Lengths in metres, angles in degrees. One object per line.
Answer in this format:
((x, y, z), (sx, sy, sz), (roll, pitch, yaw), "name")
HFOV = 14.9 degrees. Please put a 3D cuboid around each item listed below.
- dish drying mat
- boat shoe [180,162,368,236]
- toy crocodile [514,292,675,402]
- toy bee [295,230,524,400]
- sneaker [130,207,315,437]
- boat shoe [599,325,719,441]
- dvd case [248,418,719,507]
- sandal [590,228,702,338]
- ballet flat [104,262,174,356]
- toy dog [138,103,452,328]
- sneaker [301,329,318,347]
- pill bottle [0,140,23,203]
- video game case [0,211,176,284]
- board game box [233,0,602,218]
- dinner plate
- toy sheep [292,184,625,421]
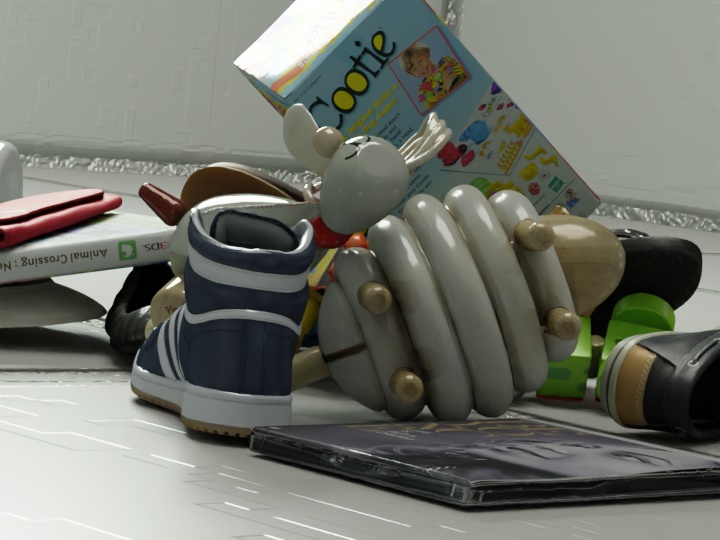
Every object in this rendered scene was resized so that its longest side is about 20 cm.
((-0.215, -0.033, 1.706), (0.077, 0.018, 0.200), (-4, 7, 15), "dish drying mat")
((-0.021, -0.002, 1.715), (0.200, 0.070, 0.070), (37, 23, 7), "boat shoe")
((0.126, 0.052, 1.626), (0.199, 0.062, 0.068), (8, 44, 4), "toy crocodile")
((0.000, 0.000, 1.586), (0.199, 0.131, 0.109), (-2, -27, 30), "toy bee")
((-0.070, 0.020, 1.407), (0.070, 0.109, 0.200), (4, 4, -15), "sneaker")
((0.219, 0.060, 1.546), (0.200, 0.075, 0.062), (-6, 16, -45), "boat shoe")
((0.070, 0.089, 1.306), (0.200, 0.016, 0.148), (2, 5, -43), "dvd case")
((0.142, 0.010, 1.681), (0.075, 0.048, 0.200), (16, -27, -18), "sandal")
((-0.119, 0.023, 1.637), (0.066, 0.057, 0.200), (4, 2, -15), "ballet flat")
((-0.055, -0.038, 1.482), (0.096, 0.200, 0.132), (45, 31, -7), "toy dog")
((-0.023, 0.021, 1.782), (0.199, 0.066, 0.078), (14, -28, -11), "sneaker")
((-0.342, -0.044, 1.904), (0.199, 0.112, 0.111), (6, 4, 5), "pill bottle")
((-0.214, -0.014, 1.716), (0.182, 0.022, 0.200), (-8, 7, -26), "video game case")
((0.035, -0.084, 1.687), (0.200, 0.105, 0.103), (47, -4, -26), "board game box")
((-0.258, 0.016, 1.709), (0.199, 0.024, 0.200), (0, 5, 0), "dinner plate")
((0.046, 0.021, 1.461), (0.199, 0.138, 0.138), (-17, 6, -5), "toy sheep")
